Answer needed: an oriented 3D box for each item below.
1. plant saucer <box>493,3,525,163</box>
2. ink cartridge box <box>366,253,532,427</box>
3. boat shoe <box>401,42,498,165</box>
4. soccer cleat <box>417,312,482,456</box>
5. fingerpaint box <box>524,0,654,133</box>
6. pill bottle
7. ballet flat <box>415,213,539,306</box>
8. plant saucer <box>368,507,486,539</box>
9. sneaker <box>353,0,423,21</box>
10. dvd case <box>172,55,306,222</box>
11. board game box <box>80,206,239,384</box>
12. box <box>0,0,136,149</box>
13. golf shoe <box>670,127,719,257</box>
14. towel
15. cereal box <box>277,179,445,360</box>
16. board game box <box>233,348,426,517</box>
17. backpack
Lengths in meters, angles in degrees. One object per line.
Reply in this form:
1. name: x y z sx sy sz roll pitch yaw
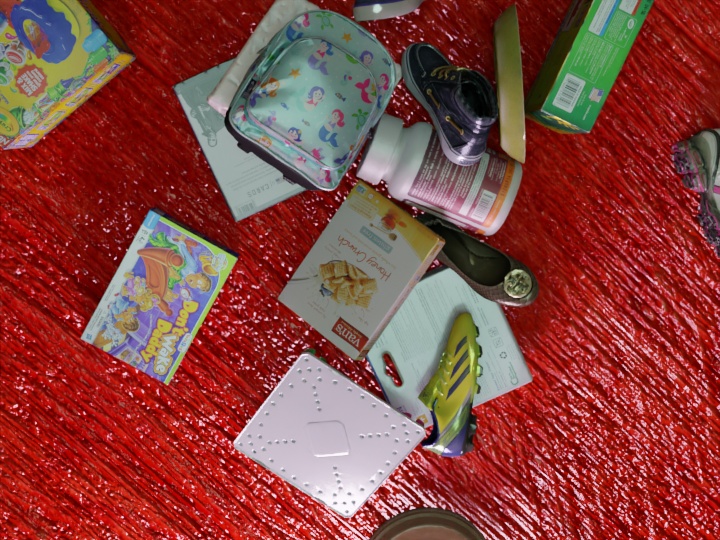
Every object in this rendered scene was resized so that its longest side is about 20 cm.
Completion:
1. plant saucer: 0.188 -0.235 1.323 0.031 0.200 0.201 -4 98 7
2. ink cartridge box: 0.110 0.103 1.445 0.200 0.043 0.197 -24 99 4
3. boat shoe: 0.118 -0.238 1.329 0.071 0.091 0.201 -11 60 -24
4. soccer cleat: 0.120 0.155 1.402 0.083 0.065 0.201 5 99 4
5. fingerpaint box: 0.290 -0.279 1.335 0.073 0.167 0.200 25 95 -4
6. pill bottle: 0.103 -0.130 1.376 0.200 0.110 0.110 22 96 -6
7. ballet flat: 0.149 -0.018 1.383 0.200 0.046 0.067 36 81 22
8. plant saucer: 0.096 0.441 1.499 0.200 0.029 0.201 0 97 -3
9. sneaker: 0.038 -0.403 1.295 0.080 0.200 0.147 3 119 33
10. dvd case: -0.142 -0.186 1.399 0.150 0.025 0.200 -24 99 0
11. board game box: -0.271 0.034 1.414 0.134 0.045 0.200 29 96 -6
12. box: -0.430 -0.291 1.321 0.193 0.122 0.200 -39 98 4
13. golf shoe: 0.503 -0.098 1.420 0.092 0.073 0.200 -24 98 -1
14. towel: -0.070 -0.242 1.371 0.200 0.032 0.191 34 85 -13
15. cereal box: 0.000 0.000 1.395 0.144 0.040 0.200 37 97 19
16. board game box: -0.043 0.224 1.426 0.200 0.026 0.200 34 118 -7
17. backpack: -0.055 -0.219 1.291 0.177 0.151 0.200 34 81 -12
